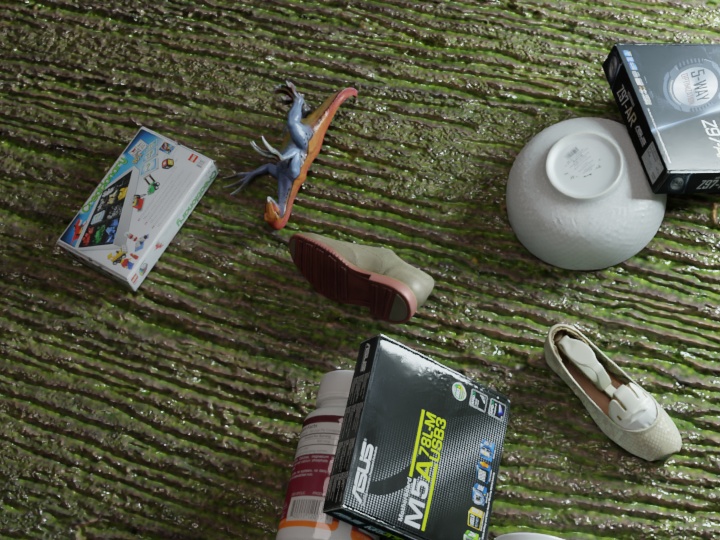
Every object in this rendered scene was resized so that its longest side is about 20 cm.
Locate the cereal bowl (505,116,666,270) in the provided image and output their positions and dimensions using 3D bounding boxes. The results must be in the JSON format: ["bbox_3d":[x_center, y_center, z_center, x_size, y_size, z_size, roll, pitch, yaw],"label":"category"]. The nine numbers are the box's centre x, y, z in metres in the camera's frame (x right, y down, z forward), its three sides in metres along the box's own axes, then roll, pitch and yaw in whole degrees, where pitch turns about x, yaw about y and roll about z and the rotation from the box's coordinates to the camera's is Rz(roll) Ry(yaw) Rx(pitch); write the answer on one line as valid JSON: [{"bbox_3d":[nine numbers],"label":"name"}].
[{"bbox_3d":[0.273,-0.106,1.596,0.197,0.084,0.203,-5,62,9],"label":"cereal bowl"}]

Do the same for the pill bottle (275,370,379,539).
[{"bbox_3d":[-0.020,0.223,1.464,0.112,0.115,0.203,6,63,15],"label":"pill bottle"}]

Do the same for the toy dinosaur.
[{"bbox_3d":[-0.083,-0.147,1.697,0.197,0.105,0.185,-8,81,-6],"label":"toy dinosaur"}]

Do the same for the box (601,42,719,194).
[{"bbox_3d":[0.399,-0.187,1.598,0.158,0.044,0.202,-2,58,-19],"label":"box"}]

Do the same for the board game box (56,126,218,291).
[{"bbox_3d":[-0.293,-0.084,1.733,0.125,0.035,0.201,26,70,22],"label":"board game box"}]

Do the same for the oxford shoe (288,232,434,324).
[{"bbox_3d":[0.000,0.000,1.620,0.198,0.071,0.075,29,45,26],"label":"oxford shoe"}]

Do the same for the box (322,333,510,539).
[{"bbox_3d":[0.065,0.199,1.431,0.047,0.192,0.203,-22,46,51],"label":"box"}]

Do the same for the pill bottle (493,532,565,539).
[{"bbox_3d":[0.170,0.381,1.338,0.114,0.116,0.203,2,62,13],"label":"pill bottle"}]

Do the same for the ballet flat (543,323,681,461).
[{"bbox_3d":[0.277,0.136,1.476,0.067,0.063,0.200,-42,62,-11],"label":"ballet flat"}]
